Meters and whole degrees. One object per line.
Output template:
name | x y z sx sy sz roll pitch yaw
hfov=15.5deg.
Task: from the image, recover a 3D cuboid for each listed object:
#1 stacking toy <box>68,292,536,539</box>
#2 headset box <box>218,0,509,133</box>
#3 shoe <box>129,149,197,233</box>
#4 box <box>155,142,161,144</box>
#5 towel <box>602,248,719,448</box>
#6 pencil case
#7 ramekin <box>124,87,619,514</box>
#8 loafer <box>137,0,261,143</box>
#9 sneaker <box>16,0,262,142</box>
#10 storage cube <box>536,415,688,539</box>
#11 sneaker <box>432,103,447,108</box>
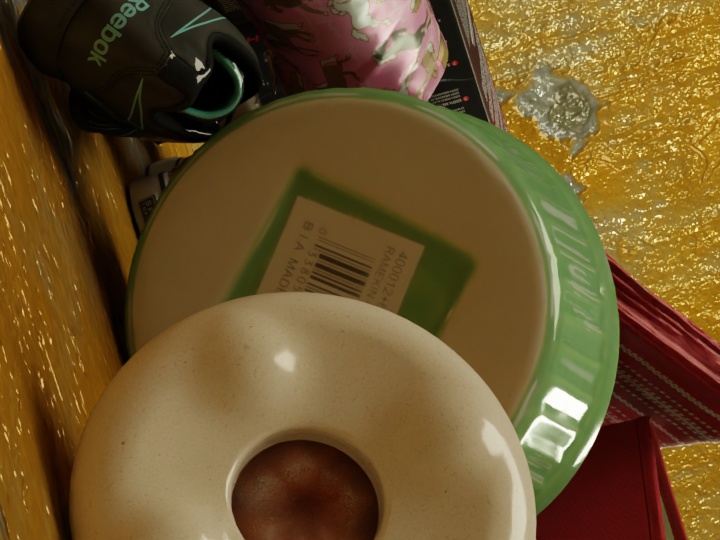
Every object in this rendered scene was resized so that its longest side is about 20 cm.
stacking toy | -0.029 0.110 0.890 0.200 0.146 0.146 108 -32 -61
headset box | -0.004 -0.091 1.432 0.075 0.148 0.200 -93 166 -46
shoe | -0.057 -0.034 1.332 0.200 0.091 0.072 -56 128 -87
box | -0.131 -0.187 1.433 0.137 0.038 0.200 -104 175 -52
towel | 0.089 0.041 1.224 0.145 0.023 0.200 36 -25 -24
pencil case | -0.023 -0.138 1.239 0.083 0.087 0.200 47 -5 29
ramekin | 0.001 0.021 1.076 0.098 0.200 0.200 32 39 -74
loafer | -0.108 -0.129 1.206 0.200 0.067 0.076 62 5 -34
sneaker | -0.081 -0.078 1.100 0.079 0.075 0.200 34 2 11
storage cube | 0.071 0.198 1.191 0.200 0.180 0.171 -90 163 -58
sneaker | 0.075 0.000 1.332 0.200 0.070 0.076 52 -9 31
